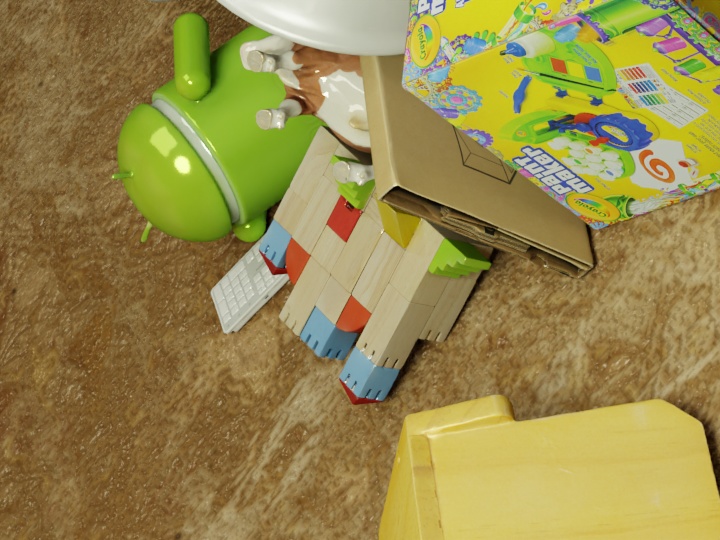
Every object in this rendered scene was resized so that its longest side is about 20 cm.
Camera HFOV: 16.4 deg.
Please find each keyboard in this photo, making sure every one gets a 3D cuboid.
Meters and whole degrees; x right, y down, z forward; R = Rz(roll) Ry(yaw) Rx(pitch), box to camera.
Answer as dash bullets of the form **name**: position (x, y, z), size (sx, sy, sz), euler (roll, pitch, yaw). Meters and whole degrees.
- **keyboard**: position (-0.037, -0.036, 1.815), size (0.200, 0.011, 0.056), euler (-45, 40, 15)

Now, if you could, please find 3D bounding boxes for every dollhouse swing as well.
- **dollhouse swing**: position (0.114, 0.194, 1.480), size (0.182, 0.175, 0.201), euler (101, 165, -49)

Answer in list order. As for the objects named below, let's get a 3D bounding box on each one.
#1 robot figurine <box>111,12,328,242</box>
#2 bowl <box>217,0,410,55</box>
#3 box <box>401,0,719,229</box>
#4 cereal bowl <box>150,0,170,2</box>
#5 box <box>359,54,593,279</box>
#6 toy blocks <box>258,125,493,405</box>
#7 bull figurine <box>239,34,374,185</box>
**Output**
- **robot figurine**: position (-0.089, -0.100, 1.800), size (0.200, 0.176, 0.116), euler (-36, 51, -14)
- **bowl**: position (-0.011, -0.233, 1.600), size (0.202, 0.200, 0.091), euler (-111, 29, -45)
- **box**: position (0.163, -0.142, 1.521), size (0.192, 0.200, 0.123), euler (-19, 52, 37)
- **cereal bowl**: position (-0.118, -0.294, 1.993), size (0.200, 0.083, 0.200), euler (-50, 14, 17)
- **box**: position (0.070, -0.099, 1.621), size (0.021, 0.163, 0.201), euler (-44, 39, 37)
- **toy blocks**: position (0.000, 0.000, 1.696), size (0.200, 0.100, 0.137), euler (44, 114, 41)
- **bull figurine**: position (-0.010, -0.116, 1.668), size (0.199, 0.121, 0.065), euler (28, 119, 22)
